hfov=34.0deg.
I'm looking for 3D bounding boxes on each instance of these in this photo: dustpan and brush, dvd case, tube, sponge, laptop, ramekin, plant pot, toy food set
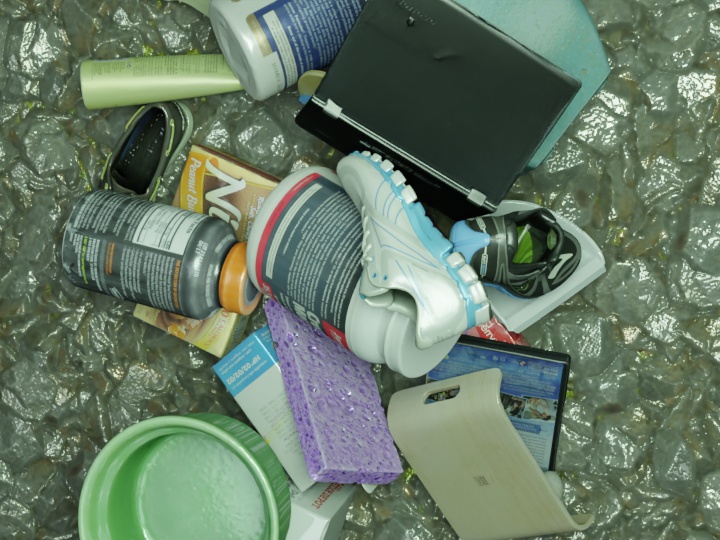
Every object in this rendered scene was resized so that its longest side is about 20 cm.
[{"bbox_3d":[0.138,-0.041,1.203,0.139,0.058,0.200,-32,49,-22],"label":"dustpan and brush"},{"bbox_3d":[0.134,0.155,1.201,0.140,0.018,0.203,10,126,12],"label":"dvd case"},{"bbox_3d":[-0.194,-0.203,1.243,0.196,0.052,0.059,-6,74,-3],"label":"tube"},{"bbox_3d":[-0.028,0.119,1.196,0.030,0.111,0.202,-40,54,34],"label":"sponge"},{"bbox_3d":[0.058,-0.144,1.027,0.186,0.200,0.117,31,84,-8],"label":"laptop"},{"bbox_3d":[-0.161,0.233,1.134,0.196,0.098,0.204,1,92,12],"label":"ramekin"},{"bbox_3d":[0.124,-0.200,1.129,0.199,0.196,0.197,38,91,0],"label":"plant pot"},{"bbox_3d":[0.131,0.191,1.188,0.142,0.061,0.201,-17,115,40],"label":"toy food set"}]

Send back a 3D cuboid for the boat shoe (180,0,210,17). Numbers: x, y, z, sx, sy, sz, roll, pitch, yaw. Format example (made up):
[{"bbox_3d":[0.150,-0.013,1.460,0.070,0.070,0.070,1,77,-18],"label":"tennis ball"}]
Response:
[{"bbox_3d":[-0.162,-0.311,1.256,0.197,0.071,0.063,20,59,2],"label":"boat shoe"}]

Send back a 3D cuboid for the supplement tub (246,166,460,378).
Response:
[{"bbox_3d":[0.000,0.000,1.130,0.199,0.140,0.142,31,101,29],"label":"supplement tub"}]

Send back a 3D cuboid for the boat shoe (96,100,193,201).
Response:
[{"bbox_3d":[-0.254,-0.098,1.294,0.071,0.061,0.203,30,100,10],"label":"boat shoe"}]

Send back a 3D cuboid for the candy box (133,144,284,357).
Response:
[{"bbox_3d":[-0.158,-0.022,1.282,0.114,0.055,0.203,23,99,11],"label":"candy box"}]

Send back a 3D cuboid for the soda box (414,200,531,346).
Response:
[{"bbox_3d":[0.090,0.027,1.228,0.070,0.063,0.201,-39,86,13],"label":"soda box"}]

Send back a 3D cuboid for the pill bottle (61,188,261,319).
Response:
[{"bbox_3d":[-0.197,-0.012,1.209,0.197,0.106,0.108,15,98,15],"label":"pill bottle"}]

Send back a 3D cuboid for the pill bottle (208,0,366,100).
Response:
[{"bbox_3d":[-0.044,-0.264,1.184,0.198,0.111,0.112,-30,88,-12],"label":"pill bottle"}]

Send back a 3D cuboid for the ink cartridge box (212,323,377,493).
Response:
[{"bbox_3d":[-0.055,0.152,1.241,0.068,0.115,0.201,-38,86,20],"label":"ink cartridge box"}]

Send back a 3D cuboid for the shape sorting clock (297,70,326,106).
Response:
[{"bbox_3d":[0.021,-0.131,1.164,0.199,0.200,0.039,38,83,7],"label":"shape sorting clock"}]

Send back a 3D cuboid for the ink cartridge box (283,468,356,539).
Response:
[{"bbox_3d":[-0.117,0.241,1.251,0.197,0.146,0.085,23,98,9],"label":"ink cartridge box"}]

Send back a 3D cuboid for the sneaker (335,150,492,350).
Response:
[{"bbox_3d":[0.024,-0.018,1.010,0.086,0.075,0.201,-31,63,-12],"label":"sneaker"}]

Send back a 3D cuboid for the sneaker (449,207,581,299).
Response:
[{"bbox_3d":[0.157,-0.015,1.074,0.082,0.198,0.072,-10,81,33],"label":"sneaker"}]
